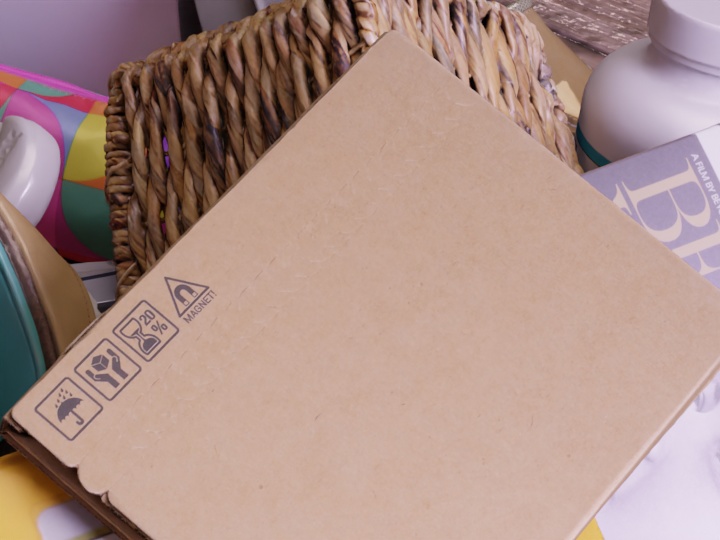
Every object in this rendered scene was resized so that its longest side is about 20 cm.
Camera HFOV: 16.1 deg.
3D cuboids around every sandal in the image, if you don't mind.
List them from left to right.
[{"bbox_3d":[-0.175,0.001,1.007,0.050,0.203,0.083,33,58,-28],"label":"sandal"}]

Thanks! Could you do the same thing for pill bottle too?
[{"bbox_3d":[0.138,-0.021,1.048,0.111,0.200,0.111,6,29,-4],"label":"pill bottle"}]

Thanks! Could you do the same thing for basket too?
[{"bbox_3d":[0.000,0.000,1.001,0.149,0.200,0.143,-19,-19,37],"label":"basket"}]

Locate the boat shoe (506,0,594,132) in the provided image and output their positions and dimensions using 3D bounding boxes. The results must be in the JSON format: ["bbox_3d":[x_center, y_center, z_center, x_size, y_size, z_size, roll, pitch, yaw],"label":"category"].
[{"bbox_3d":[0.078,-0.104,1.309,0.200,0.076,0.072,22,32,24],"label":"boat shoe"}]

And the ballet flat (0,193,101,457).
[{"bbox_3d":[-0.104,0.059,0.910,0.063,0.069,0.200,-7,75,-45],"label":"ballet flat"}]

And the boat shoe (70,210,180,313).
[{"bbox_3d":[-0.081,0.017,1.069,0.202,0.075,0.086,-9,28,-10],"label":"boat shoe"}]

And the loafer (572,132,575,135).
[{"bbox_3d":[0.051,-0.025,1.179,0.070,0.075,0.200,22,22,34],"label":"loafer"}]

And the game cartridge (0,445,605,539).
[{"bbox_3d":[-0.014,0.114,0.811,0.200,0.032,0.176,-19,71,-17],"label":"game cartridge"}]

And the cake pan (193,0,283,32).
[{"bbox_3d":[-0.028,-0.108,1.194,0.037,0.200,0.200,-19,24,16],"label":"cake pan"}]

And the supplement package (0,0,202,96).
[{"bbox_3d":[-0.133,-0.184,1.265,0.147,0.192,0.200,3,27,13],"label":"supplement package"}]

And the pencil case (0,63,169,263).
[{"bbox_3d":[-0.159,-0.056,1.159,0.200,0.089,0.088,13,29,10],"label":"pencil case"}]

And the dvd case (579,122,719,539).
[{"bbox_3d":[0.082,0.042,0.899,0.200,0.016,0.149,-20,79,-23],"label":"dvd case"}]

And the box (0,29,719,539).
[{"bbox_3d":[0.010,0.034,0.827,0.163,0.021,0.200,40,63,8],"label":"box"}]
